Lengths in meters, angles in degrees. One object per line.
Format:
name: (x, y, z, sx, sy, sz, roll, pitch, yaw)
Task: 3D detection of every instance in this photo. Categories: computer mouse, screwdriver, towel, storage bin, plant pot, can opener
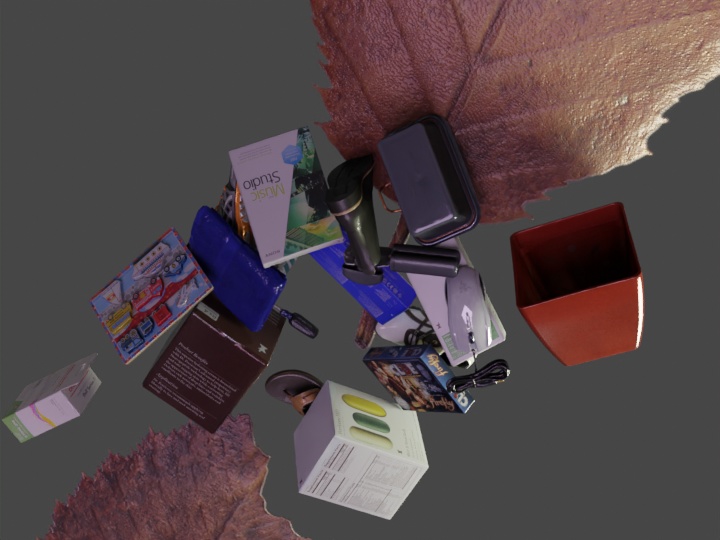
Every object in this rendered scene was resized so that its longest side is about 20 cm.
computer mouse: (0.177, 0.096, 1.560, 0.107, 0.044, 0.205, -11, 92, 10)
screwdriver: (-0.162, 0.067, 1.756, 0.198, 0.028, 0.029, 31, 79, -12)
towel: (-0.218, -0.004, 1.640, 0.200, 0.049, 0.148, 44, 137, 10)
storage bin: (0.092, -0.141, 1.516, 0.143, 0.134, 0.204, -21, 88, 15)
plant pot: (0.372, 0.039, 1.578, 0.196, 0.202, 0.178, -16, 124, 17)
can opener: (0.066, -0.007, 1.579, 0.195, 0.054, 0.068, 6, 128, 9)

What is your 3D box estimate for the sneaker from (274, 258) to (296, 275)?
sneaker: (-0.143, -0.026, 1.673, 0.069, 0.094, 0.201, 29, 118, -7)

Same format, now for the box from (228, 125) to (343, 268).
box: (-0.123, -0.123, 1.577, 0.142, 0.036, 0.204, -18, 82, -4)

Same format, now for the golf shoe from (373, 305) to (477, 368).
golf shoe: (0.116, 0.124, 1.709, 0.195, 0.095, 0.079, 11, 119, 5)

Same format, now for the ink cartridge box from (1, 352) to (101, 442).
ink cartridge box: (-0.589, 0.248, 1.867, 0.197, 0.118, 0.068, -25, 112, 20)

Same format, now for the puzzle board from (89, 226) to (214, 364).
puzzle board: (-0.362, 0.040, 1.630, 0.199, 0.017, 0.151, -40, 63, 1)

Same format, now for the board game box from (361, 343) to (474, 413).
board game box: (0.100, 0.195, 1.713, 0.136, 0.035, 0.199, 51, 153, -15)

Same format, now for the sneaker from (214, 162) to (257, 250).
sneaker: (-0.221, -0.105, 1.660, 0.076, 0.078, 0.204, 15, 113, 21)

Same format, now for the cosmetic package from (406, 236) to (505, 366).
cosmetic package: (0.159, 0.046, 1.625, 0.106, 0.085, 0.203, -29, 89, 11)

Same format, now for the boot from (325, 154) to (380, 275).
boot: (-0.001, -0.094, 1.557, 0.076, 0.201, 0.140, -14, 115, 21)

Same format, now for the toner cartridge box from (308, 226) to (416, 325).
toner cartridge box: (0.000, 0.000, 1.661, 0.200, 0.043, 0.095, 45, 146, -8)

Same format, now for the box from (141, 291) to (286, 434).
box: (-0.265, 0.149, 1.740, 0.165, 0.165, 0.201, 36, 116, -9)

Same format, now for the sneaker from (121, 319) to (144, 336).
sneaker: (-0.359, 0.063, 1.706, 0.079, 0.202, 0.090, 5, 135, 14)

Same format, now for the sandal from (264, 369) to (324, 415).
sandal: (-0.092, 0.257, 1.829, 0.198, 0.055, 0.082, 32, 118, -9)

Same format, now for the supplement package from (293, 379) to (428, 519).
supplement package: (-0.003, 0.334, 1.772, 0.197, 0.153, 0.152, 21, 119, -21)
